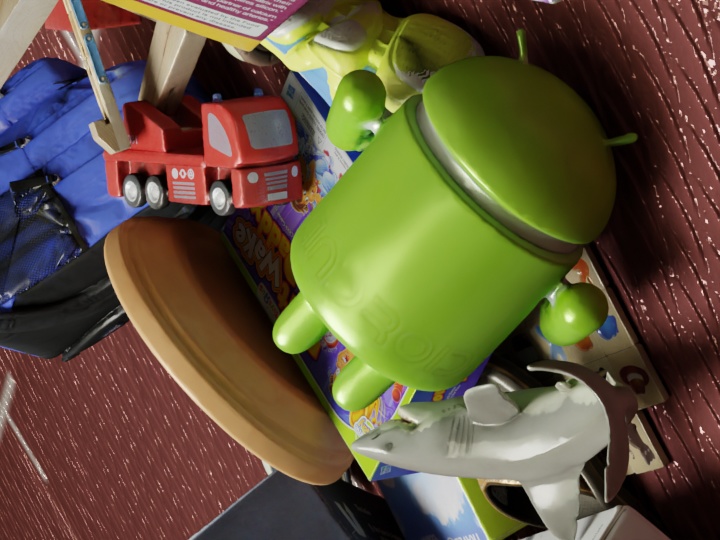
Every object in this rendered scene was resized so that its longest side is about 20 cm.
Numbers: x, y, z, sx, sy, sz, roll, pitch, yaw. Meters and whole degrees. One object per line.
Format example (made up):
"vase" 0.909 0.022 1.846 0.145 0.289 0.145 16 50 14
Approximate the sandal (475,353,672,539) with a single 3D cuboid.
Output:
"sandal" 0.100 0.121 1.296 0.200 0.055 0.082 50 156 10

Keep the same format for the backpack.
"backpack" -0.177 -0.056 1.505 0.168 0.199 0.162 61 -171 9

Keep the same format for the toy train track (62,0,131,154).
"toy train track" -0.182 -0.161 1.346 0.115 0.032 0.201 180 71 -76

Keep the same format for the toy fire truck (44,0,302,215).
"toy fire truck" -0.112 -0.109 1.365 0.200 0.049 0.142 6 104 51

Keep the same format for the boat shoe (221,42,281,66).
"boat shoe" -0.096 -0.216 1.344 0.075 0.074 0.203 32 142 58

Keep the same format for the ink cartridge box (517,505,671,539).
"ink cartridge box" 0.134 0.215 1.254 0.145 0.084 0.200 39 157 -7

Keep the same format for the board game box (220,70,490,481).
"board game box" 0.000 0.000 1.321 0.200 0.045 0.135 56 137 34

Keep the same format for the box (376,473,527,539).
"box" 0.038 0.099 1.427 0.201 0.048 0.122 63 156 1

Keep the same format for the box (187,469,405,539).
"box" -0.001 0.242 1.472 0.200 0.117 0.197 54 -174 21

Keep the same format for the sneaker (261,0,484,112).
"sneaker" -0.005 -0.104 1.271 0.200 0.076 0.105 37 146 43

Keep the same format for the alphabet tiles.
"alphabet tiles" 0.100 0.025 1.279 0.201 0.006 0.166 62 156 1

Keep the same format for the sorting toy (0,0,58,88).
"sorting toy" -0.185 -0.223 1.169 0.199 0.069 0.201 -44 41 51

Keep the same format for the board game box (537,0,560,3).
"board game box" 0.066 -0.228 0.963 0.103 0.105 0.201 21 134 56

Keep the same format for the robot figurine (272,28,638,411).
"robot figurine" 0.045 -0.022 1.146 0.175 0.116 0.200 43 113 4

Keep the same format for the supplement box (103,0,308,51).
"supplement box" -0.063 -0.206 1.147 0.200 0.130 0.104 -31 46 57

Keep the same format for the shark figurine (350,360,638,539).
"shark figurine" 0.102 0.095 1.172 0.214 0.128 0.090 -17 79 60

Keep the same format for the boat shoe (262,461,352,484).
"boat shoe" -0.050 0.082 1.555 0.062 0.075 0.201 36 146 48

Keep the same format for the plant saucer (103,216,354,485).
"plant saucer" -0.068 0.039 1.370 0.200 0.037 0.200 44 -165 -15
